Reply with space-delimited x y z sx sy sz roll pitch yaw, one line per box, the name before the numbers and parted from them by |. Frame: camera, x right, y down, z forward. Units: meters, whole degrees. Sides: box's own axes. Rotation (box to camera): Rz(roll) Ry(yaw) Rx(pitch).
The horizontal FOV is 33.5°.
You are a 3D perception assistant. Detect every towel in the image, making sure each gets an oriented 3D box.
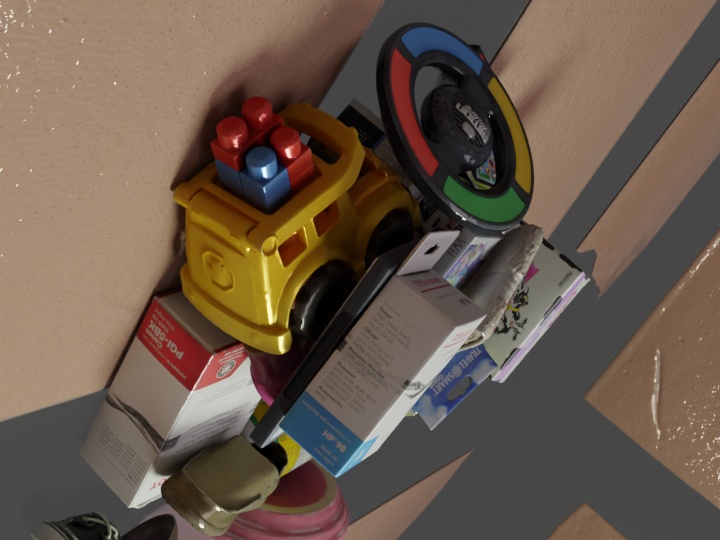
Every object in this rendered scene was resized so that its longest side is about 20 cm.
towel | 0.106 0.026 1.210 0.133 0.034 0.200 -59 -169 -21

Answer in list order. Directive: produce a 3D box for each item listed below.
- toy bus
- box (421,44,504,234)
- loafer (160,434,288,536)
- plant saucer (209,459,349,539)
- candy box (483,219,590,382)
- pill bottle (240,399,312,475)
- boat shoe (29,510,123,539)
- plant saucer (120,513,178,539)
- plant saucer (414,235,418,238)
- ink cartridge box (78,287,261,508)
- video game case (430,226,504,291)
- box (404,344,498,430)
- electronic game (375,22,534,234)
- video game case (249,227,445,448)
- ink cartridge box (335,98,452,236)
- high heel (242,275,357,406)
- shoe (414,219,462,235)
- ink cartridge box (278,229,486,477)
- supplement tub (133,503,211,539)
toy bus | -0.053 -0.066 0.969 0.200 0.136 0.192 -41 145 -30
box | 0.118 -0.128 1.210 0.200 0.035 0.110 48 56 -58
loafer | -0.124 0.193 1.125 0.067 0.076 0.200 -52 171 8
plant saucer | -0.105 0.252 1.370 0.200 0.200 0.051 -19 133 -57
candy box | 0.143 0.007 1.433 0.168 0.200 0.072 -51 163 5
pill bottle | -0.104 0.175 1.337 0.200 0.113 0.113 -18 146 -57
boat shoe | -0.280 0.272 1.208 0.064 0.071 0.200 -43 170 -14
plant saucer | -0.266 0.342 1.277 0.200 0.032 0.200 -38 -169 9
plant saucer | 0.000 0.000 1.193 0.200 0.032 0.200 -7 167 -2
ink cartridge box | -0.157 0.107 1.117 0.147 0.083 0.200 -20 146 -56
video game case | 0.054 0.042 1.110 0.200 0.018 0.143 -52 167 11
box | 0.049 0.066 1.338 0.122 0.200 0.048 -40 -172 -24
electronic game | 0.086 -0.126 1.049 0.042 0.200 0.200 -26 179 37
video game case | -0.007 0.055 1.014 0.200 0.019 0.143 -56 167 23
ink cartridge box | 0.033 -0.085 1.144 0.039 0.099 0.200 -49 162 -5
high heel | -0.023 0.036 1.072 0.200 0.067 0.096 -49 148 -26
shoe | 0.095 -0.091 1.293 0.200 0.091 0.071 -47 163 -5
ink cartridge box | 0.032 0.065 0.979 0.200 0.067 0.116 -52 168 14
supplement tub | -0.212 0.371 1.463 0.132 0.132 0.200 -42 160 -21
